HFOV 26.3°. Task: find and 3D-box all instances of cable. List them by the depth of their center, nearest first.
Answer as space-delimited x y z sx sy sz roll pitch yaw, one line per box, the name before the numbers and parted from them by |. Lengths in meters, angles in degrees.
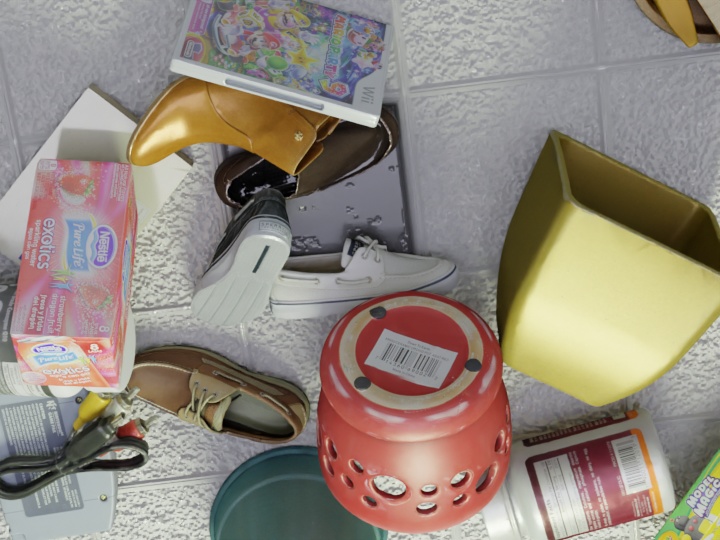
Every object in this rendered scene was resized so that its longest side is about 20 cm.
cable | -0.300 0.193 1.637 0.200 0.050 0.097 -33 114 22

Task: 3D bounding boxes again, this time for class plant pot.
plant pot | 0.054 0.131 1.535 0.200 0.201 0.183 -2 138 0
plant pot | 0.232 0.014 1.539 0.194 0.196 0.200 25 114 -9
plant pot | -0.066 0.319 1.629 0.200 0.196 0.200 -1 110 -1

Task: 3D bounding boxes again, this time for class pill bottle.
pill bottle | -0.338 0.070 1.565 0.200 0.114 0.114 2 109 9
pill bottle | 0.224 0.226 1.645 0.200 0.114 0.114 -16 109 4

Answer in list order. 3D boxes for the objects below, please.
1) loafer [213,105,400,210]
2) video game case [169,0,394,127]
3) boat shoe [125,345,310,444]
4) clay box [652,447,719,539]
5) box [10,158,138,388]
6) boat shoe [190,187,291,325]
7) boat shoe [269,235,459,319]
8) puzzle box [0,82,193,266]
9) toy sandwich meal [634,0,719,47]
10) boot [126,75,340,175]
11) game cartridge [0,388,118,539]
loafer | -0.052 -0.104 1.547 0.200 0.071 0.073 -24 108 7
video game case | -0.072 -0.214 1.477 0.200 0.143 0.018 15 135 -6
boat shoe | -0.150 0.134 1.626 0.200 0.074 0.076 13 108 -4
clay box | 0.375 0.263 1.660 0.048 0.115 0.200 41 108 27
box | -0.271 0.002 1.478 0.095 0.200 0.103 2 147 -2
boat shoe | -0.113 -0.011 1.562 0.072 0.071 0.200 20 144 -18
boat shoe | 0.000 0.000 1.589 0.200 0.071 0.070 -6 112 8
puzzle box | -0.283 -0.075 1.578 0.133 0.025 0.200 38 105 -13
toy sandwich meal | 0.351 -0.301 1.486 0.205 0.070 0.205 0 109 -1
boot | -0.117 -0.137 1.500 0.201 0.071 0.144 -44 73 -1
game cartridge | -0.334 0.195 1.666 0.133 0.042 0.200 -10 109 -2
